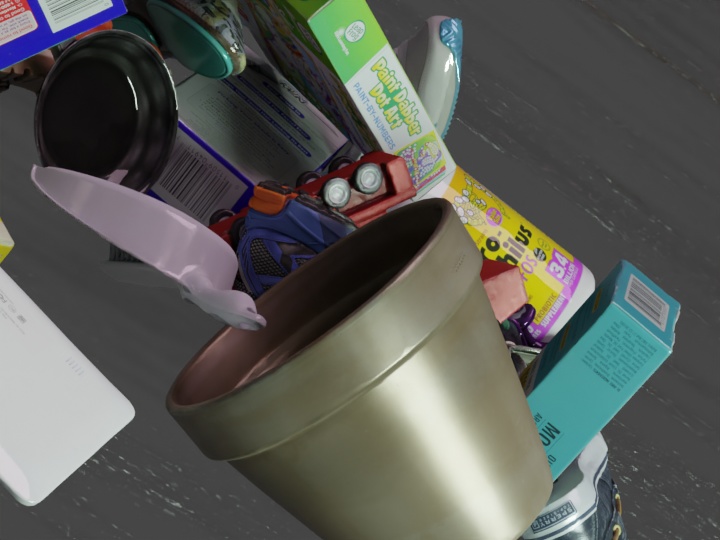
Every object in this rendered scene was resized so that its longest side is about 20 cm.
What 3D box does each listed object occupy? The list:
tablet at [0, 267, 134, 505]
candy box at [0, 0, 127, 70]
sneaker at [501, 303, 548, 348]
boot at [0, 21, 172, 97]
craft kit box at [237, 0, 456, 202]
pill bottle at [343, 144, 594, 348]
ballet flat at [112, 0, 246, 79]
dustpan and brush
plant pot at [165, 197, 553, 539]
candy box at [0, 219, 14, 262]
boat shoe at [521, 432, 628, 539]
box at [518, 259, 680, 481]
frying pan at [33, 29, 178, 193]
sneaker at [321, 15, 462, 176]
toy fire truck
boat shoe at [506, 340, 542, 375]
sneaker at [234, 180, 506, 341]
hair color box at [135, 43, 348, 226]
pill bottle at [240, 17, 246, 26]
[{"bbox_3d":[-0.213,0.027,1.230,0.200,0.014,0.130,46,28,0],"label":"tablet"},{"bbox_3d":[-0.248,-0.196,1.350,0.077,0.168,0.200,70,-6,-49],"label":"candy box"},{"bbox_3d":[0.067,0.035,1.616,0.200,0.088,0.075,32,23,-23],"label":"sneaker"},{"bbox_3d":[-0.196,-0.165,1.523,0.200,0.075,0.108,9,73,-55],"label":"boot"},{"bbox_3d":[-0.034,-0.165,1.571,0.197,0.048,0.200,42,-10,41],"label":"craft kit box"},{"bbox_3d":[0.065,-0.014,1.687,0.200,0.104,0.104,37,22,-9],"label":"pill bottle"},{"bbox_3d":[-0.124,-0.178,1.604,0.072,0.072,0.200,25,-6,-35],"label":"ballet flat"},{"bbox_3d":[-0.108,-0.001,1.375,0.139,0.057,0.200,36,-17,-36],"label":"dustpan and brush"},{"bbox_3d":[0.018,0.084,1.339,0.174,0.200,0.200,53,19,-12],"label":"plant pot"},{"bbox_3d":[-0.281,-0.084,1.347,0.102,0.026,0.200,15,33,-49],"label":"candy box"},{"bbox_3d":[0.143,0.171,1.530,0.091,0.071,0.200,63,11,-5],"label":"boat shoe"},{"bbox_3d":[0.114,0.090,1.437,0.049,0.200,0.082,39,22,-3],"label":"box"},{"bbox_3d":[-0.185,-0.115,1.453,0.031,0.115,0.190,11,-23,45],"label":"frying pan"},{"bbox_3d":[0.017,-0.122,1.715,0.080,0.200,0.077,16,56,-16],"label":"sneaker"},{"bbox_3d":[0.000,0.000,1.523,0.049,0.199,0.142,18,-50,65],"label":"toy fire truck"},{"bbox_3d":[0.085,0.076,1.536,0.199,0.064,0.071,0,67,-35],"label":"boat shoe"},{"bbox_3d":[0.005,0.017,1.469,0.199,0.079,0.075,28,6,-16],"label":"sneaker"},{"bbox_3d":[-0.088,-0.085,1.622,0.109,0.065,0.200,41,23,1],"label":"hair color box"},{"bbox_3d":[-0.121,-0.253,1.825,0.109,0.109,0.200,51,24,25],"label":"pill bottle"}]
